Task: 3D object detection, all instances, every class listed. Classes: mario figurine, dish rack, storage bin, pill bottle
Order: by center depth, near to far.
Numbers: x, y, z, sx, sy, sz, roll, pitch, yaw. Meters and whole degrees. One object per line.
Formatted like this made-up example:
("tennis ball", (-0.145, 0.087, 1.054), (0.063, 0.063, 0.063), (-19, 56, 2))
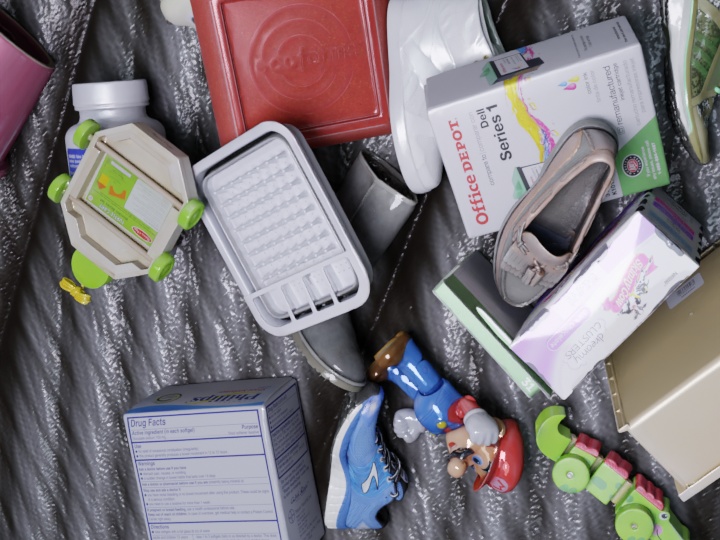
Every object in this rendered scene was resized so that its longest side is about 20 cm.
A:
("storage bin", (0.330, 0.068, 0.953), (0.094, 0.199, 0.200), (42, 113, -12))
("dish rack", (-0.076, -0.044, 1.054), (0.171, 0.043, 0.201), (-23, 99, 43))
("mario figurine", (0.085, 0.163, 1.100), (0.200, 0.123, 0.106), (42, 99, 11))
("pill bottle", (-0.269, -0.110, 1.165), (0.111, 0.112, 0.202), (1, 102, 19))

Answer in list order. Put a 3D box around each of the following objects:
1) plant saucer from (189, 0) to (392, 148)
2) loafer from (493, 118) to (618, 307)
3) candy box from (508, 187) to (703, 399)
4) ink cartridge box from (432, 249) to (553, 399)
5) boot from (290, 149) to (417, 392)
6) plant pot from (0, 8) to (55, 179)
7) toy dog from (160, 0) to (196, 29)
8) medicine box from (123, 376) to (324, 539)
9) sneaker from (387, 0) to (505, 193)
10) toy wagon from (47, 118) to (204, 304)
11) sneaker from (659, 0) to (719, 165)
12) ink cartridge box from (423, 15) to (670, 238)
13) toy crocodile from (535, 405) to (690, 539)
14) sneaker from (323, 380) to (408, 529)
("plant saucer", (-0.059, -0.214, 1.046), (0.198, 0.037, 0.202), (-11, 113, -3))
("loafer", (0.175, -0.041, 0.951), (0.071, 0.063, 0.201), (18, 123, -8))
("candy box", (0.233, 0.012, 0.968), (0.072, 0.200, 0.168), (43, 111, 6))
("ink cartridge box", (0.132, 0.058, 1.013), (0.146, 0.200, 0.048), (47, 110, 4))
("boot", (-0.001, 0.000, 1.102), (0.200, 0.072, 0.182), (-48, 61, 17))
("plant pot", (-0.452, -0.207, 1.177), (0.200, 0.200, 0.179), (45, 96, 5))
("toy dog", (-0.169, -0.345, 1.082), (0.192, 0.139, 0.202), (-12, 98, -16))
("medicine box", (-0.155, 0.238, 1.206), (0.181, 0.103, 0.202), (-6, 99, 20))
("sneaker", (0.092, -0.179, 1.044), (0.115, 0.074, 0.202), (-1, 100, 23))
("toy wagon", (-0.255, -0.055, 1.090), (0.155, 0.040, 0.201), (37, 113, 10))
("sneaker", (0.327, -0.198, 0.962), (0.088, 0.077, 0.202), (-4, 103, 11))
("ink cartridge box", (0.173, -0.132, 0.982), (0.198, 0.084, 0.146), (-15, 119, 13))
("toy crocodile", (0.260, 0.218, 1.075), (0.200, 0.067, 0.062), (38, 110, 8))
("sneaker", (0.013, 0.207, 1.154), (0.088, 0.079, 0.201), (9, 123, 5))
